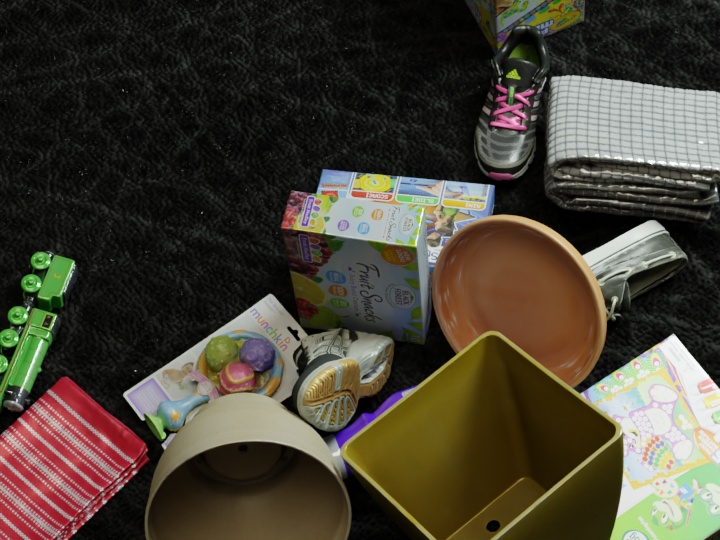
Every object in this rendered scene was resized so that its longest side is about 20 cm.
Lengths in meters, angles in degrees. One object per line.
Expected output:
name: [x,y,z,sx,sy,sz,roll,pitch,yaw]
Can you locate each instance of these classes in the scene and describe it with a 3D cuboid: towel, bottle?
towel: [-0.335,0.217,1.727,0.144,0.023,0.200,37,70,24]
bottle: [0.060,0.163,1.696,0.199,0.065,0.084,-20,61,-6]
towel: [0.302,-0.135,1.818,0.198,0.086,0.166,6,41,3]

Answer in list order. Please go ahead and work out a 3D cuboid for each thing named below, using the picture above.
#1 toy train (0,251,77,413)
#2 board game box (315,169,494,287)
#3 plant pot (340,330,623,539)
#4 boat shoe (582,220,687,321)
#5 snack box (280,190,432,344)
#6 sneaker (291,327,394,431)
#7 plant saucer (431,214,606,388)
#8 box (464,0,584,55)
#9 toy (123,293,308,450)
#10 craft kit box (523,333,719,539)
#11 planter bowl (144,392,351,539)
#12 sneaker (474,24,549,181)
toy train: [-0.363,0.069,1.806,0.056,0.042,0.201,16,62,2]
board game box: [0.042,-0.046,1.818,0.198,0.035,0.136,6,48,10]
plant pot: [0.132,0.218,1.576,0.199,0.177,0.200,-36,43,-16]
boat shoe: [0.261,0.018,1.758,0.199,0.071,0.064,-32,61,-14]
snack box: [0.000,0.000,1.717,0.141,0.200,0.053,7,60,9]
sneaker: [-0.038,0.109,1.691,0.087,0.200,0.076,16,105,18]
plant saucer: [0.167,0.034,1.702,0.199,0.201,0.037,31,38,21]
box: [0.169,-0.401,1.936,0.121,0.193,0.201,-22,61,-7]
toy: [-0.144,0.110,1.756,0.199,0.047,0.115,-36,65,-14]
craft kit box: [0.299,0.194,1.671,0.197,0.049,0.200,-32,62,-10]
planter bowl: [-0.113,0.207,1.631,0.198,0.201,0.135,-10,33,0]
sneaker: [0.174,-0.199,1.880,0.073,0.088,0.201,11,62,11]
